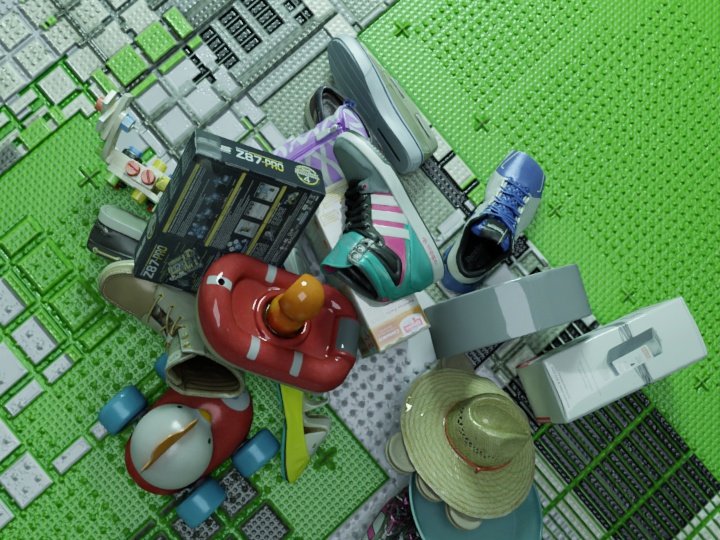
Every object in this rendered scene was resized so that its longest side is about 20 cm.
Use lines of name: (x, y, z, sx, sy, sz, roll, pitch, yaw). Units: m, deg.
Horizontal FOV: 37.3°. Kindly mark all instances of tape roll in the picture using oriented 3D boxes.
tape roll: (0.179, 0.051, 1.302, 0.197, 0.200, 0.067, -16, 84, -7)

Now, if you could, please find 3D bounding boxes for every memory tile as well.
memory tile: (0.122, 0.207, 1.325, 0.153, 0.017, 0.200, 42, 51, -4)

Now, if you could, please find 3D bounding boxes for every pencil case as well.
pencil case: (-0.075, -0.124, 1.319, 0.198, 0.085, 0.085, -32, 74, 18)

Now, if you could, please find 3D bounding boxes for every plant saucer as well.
plant saucer: (0.136, 0.292, 1.319, 0.197, 0.036, 0.203, 15, 56, -24)

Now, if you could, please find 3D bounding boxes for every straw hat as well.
straw hat: (0.153, 0.192, 1.285, 0.198, 0.085, 0.204, 15, 56, -24)

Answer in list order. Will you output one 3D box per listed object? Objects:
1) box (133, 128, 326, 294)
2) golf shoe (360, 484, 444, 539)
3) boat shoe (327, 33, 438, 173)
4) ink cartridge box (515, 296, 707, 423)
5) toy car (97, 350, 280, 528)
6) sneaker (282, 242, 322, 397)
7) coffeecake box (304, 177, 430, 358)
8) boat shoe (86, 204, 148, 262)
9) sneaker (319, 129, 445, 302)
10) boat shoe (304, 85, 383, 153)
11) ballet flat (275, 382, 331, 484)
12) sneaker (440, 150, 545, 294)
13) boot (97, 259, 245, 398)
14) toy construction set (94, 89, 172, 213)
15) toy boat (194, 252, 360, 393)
box: (-0.153, -0.052, 1.221, 0.159, 0.201, 0.050, 14, 40, -25)
golf shoe: (0.037, 0.333, 1.320, 0.073, 0.092, 0.200, 47, 58, 1)
boat shoe: (0.028, -0.222, 1.392, 0.062, 0.072, 0.202, -32, 91, -33)
ink cartridge box: (0.311, 0.114, 1.336, 0.197, 0.146, 0.086, -22, 85, -8)
toy car: (-0.203, 0.191, 1.246, 0.176, 0.200, 0.185, -41, 89, -9)
sneaker: (-0.090, 0.064, 1.345, 0.079, 0.076, 0.203, -15, 90, 17)
coffeecake box: (0.000, 0.000, 1.312, 0.072, 0.154, 0.202, -25, 87, -10)
boat shoe: (-0.244, -0.010, 1.334, 0.199, 0.072, 0.061, 28, 105, -8)
sneaker: (-0.003, -0.048, 1.201, 0.120, 0.084, 0.202, -32, 90, -22)
boat shoe: (-0.006, -0.149, 1.373, 0.071, 0.065, 0.202, -30, 88, -9)
ballet flat: (-0.068, 0.171, 1.296, 0.066, 0.067, 0.203, -1, 110, 6)
sneaker: (0.178, -0.059, 1.357, 0.080, 0.115, 0.201, 34, 81, -2)
boot: (-0.221, 0.069, 1.247, 0.198, 0.155, 0.073, 23, 115, -14)
toy construction set: (-0.262, -0.122, 1.309, 0.092, 0.131, 0.200, -41, 89, -9)
toy boat: (-0.082, 0.046, 1.183, 0.197, 0.131, 0.132, 20, 56, -17)
